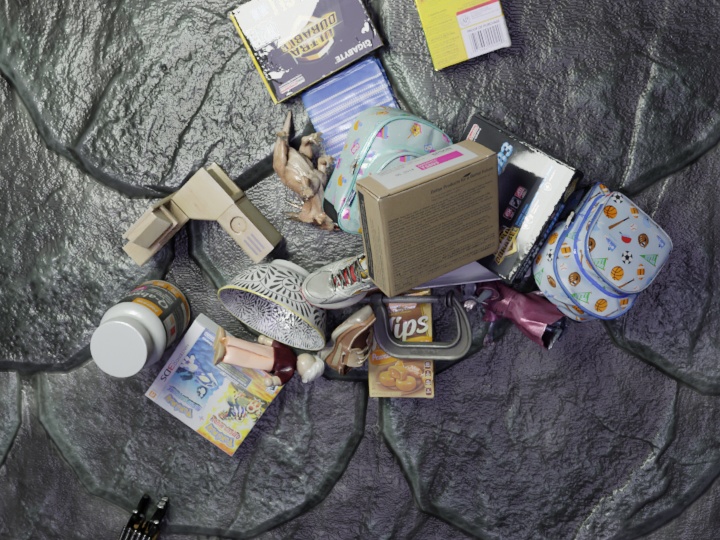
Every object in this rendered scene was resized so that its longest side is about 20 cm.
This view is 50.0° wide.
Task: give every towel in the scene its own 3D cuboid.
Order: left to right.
[{"bbox_3d":[0.003,-0.229,1.266,0.143,0.024,0.202,-23,101,12],"label":"towel"}]

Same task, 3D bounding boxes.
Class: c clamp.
[{"bbox_3d":[0.086,0.070,1.260,0.198,0.027,0.173,5,109,22],"label":"c clamp"}]

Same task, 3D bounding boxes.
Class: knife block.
[{"bbox_3d":[-0.435,0.529,1.505,0.063,0.177,0.200,27,151,-1],"label":"knife block"}]

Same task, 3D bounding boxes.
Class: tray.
[{"bbox_3d":[0.177,-0.026,1.284,0.197,0.022,0.109,-6,68,8],"label":"tray"}]

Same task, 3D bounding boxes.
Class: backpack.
[{"bbox_3d":[0.052,-0.146,1.192,0.174,0.153,0.202,13,100,-27],"label":"backpack"},{"bbox_3d":[0.370,-0.018,1.197,0.199,0.154,0.191,37,81,-4],"label":"backpack"}]

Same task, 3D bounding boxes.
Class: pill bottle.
[{"bbox_3d":[-0.369,0.097,1.301,0.115,0.200,0.118,1,105,5],"label":"pill bottle"}]

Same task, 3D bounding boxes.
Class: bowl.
[{"bbox_3d":[-0.130,0.045,1.297,0.199,0.201,0.095,27,67,-2],"label":"bowl"}]

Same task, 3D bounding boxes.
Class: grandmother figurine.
[{"bbox_3d":[-0.154,0.155,1.342,0.198,0.122,0.061,14,134,-21],"label":"grandmother figurine"}]

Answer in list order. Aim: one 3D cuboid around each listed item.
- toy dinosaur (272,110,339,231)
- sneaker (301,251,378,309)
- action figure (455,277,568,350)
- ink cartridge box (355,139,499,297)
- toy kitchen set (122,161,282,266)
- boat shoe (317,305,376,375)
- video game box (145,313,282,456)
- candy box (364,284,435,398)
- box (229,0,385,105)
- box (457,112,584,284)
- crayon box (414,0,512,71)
[{"bbox_3d":[-0.103,-0.155,1.274,0.085,0.136,0.201,-24,78,-29],"label":"toy dinosaur"},{"bbox_3d":[0.000,0.000,1.211,0.198,0.082,0.079,-19,70,2],"label":"sneaker"},{"bbox_3d":[0.247,0.049,1.273,0.199,0.134,0.149,31,74,21],"label":"action figure"},{"bbox_3d":[0.100,-0.077,1.108,0.198,0.075,0.166,-22,125,-20],"label":"ink cartridge box"},{"bbox_3d":[-0.272,-0.040,1.274,0.200,0.163,0.181,-41,98,15],"label":"toy kitchen set"},{"bbox_3d":[-0.009,0.120,1.290,0.076,0.200,0.072,-39,82,-28],"label":"boat shoe"},{"bbox_3d":[-0.262,0.209,1.401,0.199,0.047,0.183,35,108,-4],"label":"video game box"},{"bbox_3d":[0.070,0.117,1.334,0.114,0.055,0.203,-1,105,9],"label":"candy box"},{"bbox_3d":[-0.083,-0.382,1.222,0.198,0.049,0.161,-25,99,12],"label":"box"},{"bbox_3d":[0.215,-0.114,1.215,0.198,0.049,0.201,37,108,27],"label":"box"},{"bbox_3d":[0.146,-0.424,1.184,0.126,0.051,0.202,-15,103,10],"label":"crayon box"}]
